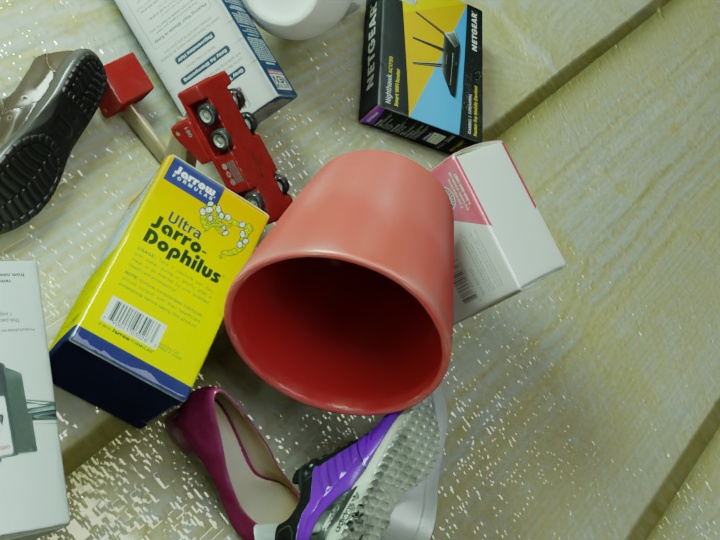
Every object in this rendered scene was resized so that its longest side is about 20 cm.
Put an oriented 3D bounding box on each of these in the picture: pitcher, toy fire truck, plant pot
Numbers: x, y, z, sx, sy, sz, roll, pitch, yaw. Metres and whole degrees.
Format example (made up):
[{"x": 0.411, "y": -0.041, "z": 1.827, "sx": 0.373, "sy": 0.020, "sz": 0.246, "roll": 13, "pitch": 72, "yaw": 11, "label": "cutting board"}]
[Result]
[{"x": -0.082, "y": -0.331, "z": 1.036, "sx": 0.171, "sy": 0.121, "sz": 0.200, "roll": 31, "pitch": 24, "yaw": -2, "label": "pitcher"}, {"x": -0.163, "y": -0.123, "z": 0.918, "sx": 0.049, "sy": 0.141, "sz": 0.200, "roll": -43, "pitch": 112, "yaw": -45, "label": "toy fire truck"}, {"x": 0.000, "y": 0.000, "z": 0.851, "sx": 0.200, "sy": 0.200, "sz": 0.178, "roll": 36, "pitch": 44, "yaw": -16, "label": "plant pot"}]

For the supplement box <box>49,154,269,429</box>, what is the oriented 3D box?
[{"x": -0.180, "y": 0.019, "z": 0.846, "sx": 0.109, "sy": 0.109, "sz": 0.200, "roll": 32, "pitch": 57, "yaw": -18, "label": "supplement box"}]

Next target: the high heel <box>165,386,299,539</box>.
[{"x": -0.086, "y": 0.184, "z": 0.847, "sx": 0.200, "sy": 0.096, "sz": 0.067, "roll": 52, "pitch": 52, "yaw": -4, "label": "high heel"}]

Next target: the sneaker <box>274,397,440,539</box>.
[{"x": -0.008, "y": 0.179, "z": 0.845, "sx": 0.200, "sy": 0.099, "sz": 0.070, "roll": -49, "pitch": 130, "yaw": -39, "label": "sneaker"}]

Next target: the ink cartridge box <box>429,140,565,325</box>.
[{"x": 0.088, "y": -0.021, "z": 0.983, "sx": 0.083, "sy": 0.200, "sz": 0.147, "roll": -23, "pitch": 84, "yaw": -41, "label": "ink cartridge box"}]

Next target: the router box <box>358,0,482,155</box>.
[{"x": 0.077, "y": -0.251, "z": 1.163, "sx": 0.149, "sy": 0.051, "sz": 0.201, "roll": 15, "pitch": 63, "yaw": -26, "label": "router box"}]

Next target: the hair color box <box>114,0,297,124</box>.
[{"x": -0.161, "y": -0.233, "z": 0.964, "sx": 0.200, "sy": 0.100, "sz": 0.061, "roll": 59, "pitch": 18, "yaw": 2, "label": "hair color box"}]

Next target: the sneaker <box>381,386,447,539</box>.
[{"x": 0.033, "y": 0.171, "z": 0.931, "sx": 0.084, "sy": 0.073, "sz": 0.200, "roll": 22, "pitch": 41, "yaw": -12, "label": "sneaker"}]

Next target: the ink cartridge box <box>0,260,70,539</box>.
[{"x": -0.288, "y": 0.109, "z": 0.716, "sx": 0.083, "sy": 0.147, "sz": 0.201, "roll": -1, "pitch": 72, "yaw": -35, "label": "ink cartridge box"}]

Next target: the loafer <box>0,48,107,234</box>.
[{"x": -0.303, "y": -0.117, "z": 0.860, "sx": 0.200, "sy": 0.071, "sz": 0.073, "roll": -63, "pitch": 153, "yaw": -27, "label": "loafer"}]

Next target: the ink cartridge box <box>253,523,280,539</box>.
[{"x": -0.033, "y": 0.331, "z": 0.849, "sx": 0.162, "sy": 0.050, "sz": 0.201, "roll": 10, "pitch": 61, "yaw": -35, "label": "ink cartridge box"}]
